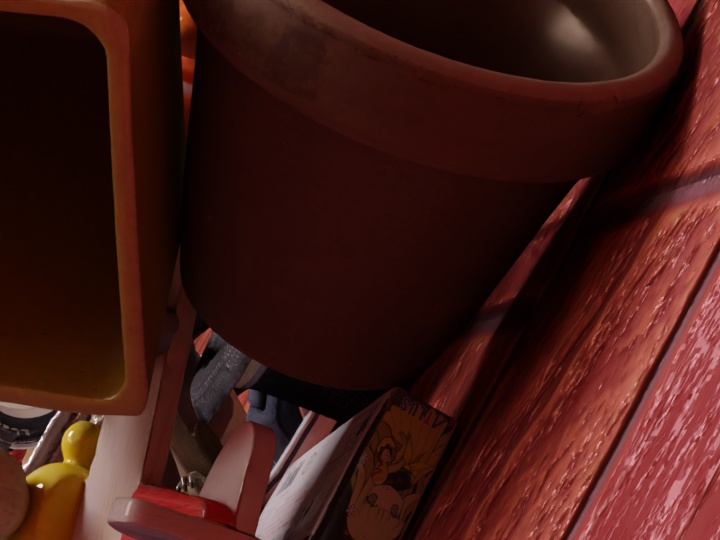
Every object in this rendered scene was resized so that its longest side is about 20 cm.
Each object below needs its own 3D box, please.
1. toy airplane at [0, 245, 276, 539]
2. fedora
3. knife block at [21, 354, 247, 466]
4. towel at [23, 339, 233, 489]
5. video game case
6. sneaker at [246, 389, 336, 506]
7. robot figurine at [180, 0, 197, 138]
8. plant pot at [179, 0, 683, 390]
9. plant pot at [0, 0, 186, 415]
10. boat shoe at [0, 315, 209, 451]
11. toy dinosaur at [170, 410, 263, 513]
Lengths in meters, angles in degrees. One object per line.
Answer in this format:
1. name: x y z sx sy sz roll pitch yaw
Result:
1. toy airplane: -0.112 0.108 1.109 0.200 0.140 0.200 -90 21 -56
2. fedora: 0.000 0.000 1.291 0.201 0.091 0.201 -60 6 10
3. knife block: -0.099 0.087 1.511 0.175 0.064 0.200 -29 -8 -16
4. towel: -0.134 0.120 1.335 0.201 0.034 0.133 -59 -22 -15
5. video game case: -0.035 0.150 1.136 0.182 0.036 0.200 -63 6 -19
6. sneaker: -0.029 0.033 1.467 0.201 0.079 0.078 -60 6 18
7. robot figurine: -0.069 -0.086 1.253 0.143 0.117 0.201 -14 42 49
8. plant pot: 0.006 -0.052 1.065 0.200 0.199 0.175 -71 3 -62
9. plant pot: -0.160 -0.089 1.077 0.201 0.194 0.195 -74 -11 -50
10. boat shoe: -0.115 0.021 1.387 0.200 0.072 0.068 -36 -28 -24
11. toy dinosaur: -0.062 0.124 1.301 0.058 0.200 0.101 -20 46 8
